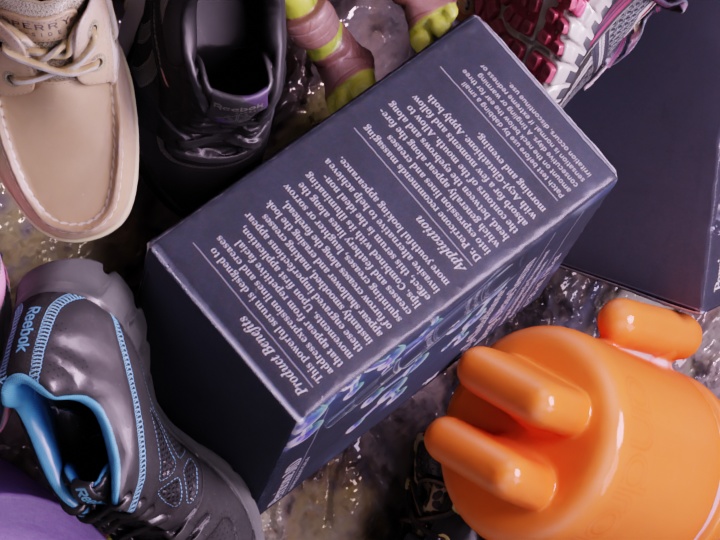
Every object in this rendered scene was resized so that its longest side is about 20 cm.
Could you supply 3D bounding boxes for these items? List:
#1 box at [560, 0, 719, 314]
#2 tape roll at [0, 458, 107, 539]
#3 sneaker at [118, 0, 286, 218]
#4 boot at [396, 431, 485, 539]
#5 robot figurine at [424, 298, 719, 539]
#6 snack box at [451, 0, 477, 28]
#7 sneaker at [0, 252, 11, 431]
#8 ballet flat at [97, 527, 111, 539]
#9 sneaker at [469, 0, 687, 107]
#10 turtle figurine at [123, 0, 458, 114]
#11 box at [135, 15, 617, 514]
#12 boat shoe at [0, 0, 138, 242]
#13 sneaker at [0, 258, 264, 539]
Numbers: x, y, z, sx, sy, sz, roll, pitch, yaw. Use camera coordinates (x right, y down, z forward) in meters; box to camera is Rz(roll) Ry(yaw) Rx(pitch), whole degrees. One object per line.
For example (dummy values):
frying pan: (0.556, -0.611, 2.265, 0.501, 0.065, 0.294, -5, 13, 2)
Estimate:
box: (0.197, -0.102, 1.305, 0.182, 0.104, 0.201, -21, 121, -45)
tape roll: (-0.203, 0.184, 1.142, 0.200, 0.066, 0.201, -17, 119, -33)
sneaker: (-0.068, -0.083, 1.070, 0.075, 0.088, 0.200, -6, 135, -11)
boot: (0.023, 0.160, 1.317, 0.199, 0.073, 0.151, 12, 96, -34)
robot figurine: (0.119, 0.097, 1.259, 0.200, 0.116, 0.144, 21, 57, -47)
snack box: (0.067, -0.145, 1.252, 0.072, 0.024, 0.200, -52, 133, -12)
sneaker: (-0.187, -0.011, 1.083, 0.082, 0.070, 0.201, -31, 126, -63)
ballet flat: (-0.061, 0.202, 1.212, 0.076, 0.064, 0.200, -39, 103, 21)
sneaker: (0.117, -0.131, 1.186, 0.074, 0.081, 0.200, 7, 136, -33)
turtle figurine: (-0.042, -0.144, 1.133, 0.200, 0.064, 0.161, -45, 122, 4)
box: (0.000, 0.000, 1.158, 0.200, 0.107, 0.149, -36, 169, -22)
boat shoe: (-0.136, -0.105, 1.038, 0.072, 0.065, 0.201, -10, 104, -5)
sneaker: (-0.108, 0.094, 1.108, 0.200, 0.073, 0.082, 61, 26, -28)
